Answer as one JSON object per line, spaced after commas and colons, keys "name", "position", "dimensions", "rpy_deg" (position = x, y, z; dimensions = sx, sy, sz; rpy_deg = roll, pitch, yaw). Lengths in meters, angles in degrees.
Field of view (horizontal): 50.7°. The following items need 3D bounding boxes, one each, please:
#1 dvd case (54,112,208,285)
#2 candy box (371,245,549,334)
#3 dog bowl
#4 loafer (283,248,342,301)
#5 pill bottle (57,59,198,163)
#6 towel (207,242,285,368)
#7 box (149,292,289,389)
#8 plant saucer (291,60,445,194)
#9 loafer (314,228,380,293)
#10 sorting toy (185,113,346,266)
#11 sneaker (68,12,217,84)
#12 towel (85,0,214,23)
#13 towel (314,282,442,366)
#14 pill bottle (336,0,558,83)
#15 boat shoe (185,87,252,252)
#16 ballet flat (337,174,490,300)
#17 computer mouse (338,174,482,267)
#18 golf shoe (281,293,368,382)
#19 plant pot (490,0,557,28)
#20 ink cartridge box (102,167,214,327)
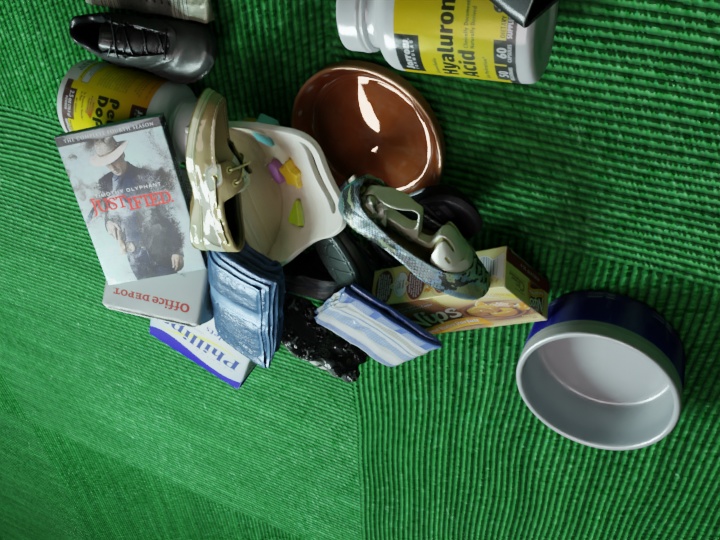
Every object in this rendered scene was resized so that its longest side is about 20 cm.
{"name": "dvd case", "position": [-0.284, -0.085, 0.956], "dimensions": [0.142, 0.022, 0.205], "rpy_deg": [-8, 113, 9]}
{"name": "candy box", "position": [0.123, 0.031, 0.954], "dimensions": [0.196, 0.057, 0.115], "rpy_deg": [-10, 151, 38]}
{"name": "dog bowl", "position": [0.299, 0.126, 0.947], "dimensions": [0.195, 0.079, 0.204], "rpy_deg": [17, 135, 18]}
{"name": "loafer", "position": [-0.108, 0.003, 1.096], "dimensions": [0.195, 0.073, 0.073], "rpy_deg": [19, 141, 18]}
{"name": "pill bottle", "position": [-0.286, -0.201, 0.989], "dimensions": [0.195, 0.110, 0.111], "rpy_deg": [17, 136, 18]}
{"name": "towel", "position": [-0.153, 0.043, 1.001], "dimensions": [0.110, 0.049, 0.202], "rpy_deg": [29, 146, 14]}
{"name": "box", "position": [-0.221, 0.059, 1.193], "dimensions": [0.181, 0.106, 0.202], "rpy_deg": [31, 139, 4]}
{"name": "plant saucer", "position": [0.010, -0.155, 0.904], "dimensions": [0.195, 0.033, 0.204], "rpy_deg": [17, 136, 17]}
{"name": "loafer", "position": [0.000, 0.000, 1.016], "dimensions": [0.071, 0.063, 0.202], "rpy_deg": [20, 149, 43]}
{"name": "sorting toy", "position": [-0.091, -0.107, 0.912], "dimensions": [0.178, 0.106, 0.204], "rpy_deg": [8, 129, 51]}
{"name": "sneaker", "position": [-0.263, -0.270, 0.911], "dimensions": [0.195, 0.090, 0.078], "rpy_deg": [10, 100, 22]}
{"name": "towel", "position": [-0.257, -0.390, 0.861], "dimensions": [0.188, 0.035, 0.204], "rpy_deg": [14, 132, 17]}
{"name": "towel", "position": [0.016, 0.078, 1.002], "dimensions": [0.145, 0.024, 0.200], "rpy_deg": [32, 162, -6]}
{"name": "pill bottle", "position": [0.080, -0.243, 0.718], "dimensions": [0.195, 0.112, 0.113], "rpy_deg": [12, 135, 23]}
{"name": "boat shoe", "position": [-0.156, -0.108, 0.862], "dimensions": [0.065, 0.075, 0.203], "rpy_deg": [13, 132, 6]}
{"name": "ballet flat", "position": [0.065, -0.037, 0.826], "dimensions": [0.197, 0.075, 0.075], "rpy_deg": [29, 139, -5]}
{"name": "computer mouse", "position": [0.051, -0.079, 0.893], "dimensions": [0.139, 0.047, 0.199], "rpy_deg": [38, 151, -17]}
{"name": "golf shoe", "position": [-0.079, 0.100, 1.140], "dimensions": [0.094, 0.079, 0.200], "rpy_deg": [16, 157, 52]}
{"name": "plant pot", "position": [0.120, -0.339, 0.557], "dimensions": [0.175, 0.199, 0.203], "rpy_deg": [33, 140, 17]}
{"name": "ink cartridge box", "position": [-0.261, -0.039, 1.046], "dimensions": [0.142, 0.083, 0.206], "rpy_deg": [12, 95, 6]}
